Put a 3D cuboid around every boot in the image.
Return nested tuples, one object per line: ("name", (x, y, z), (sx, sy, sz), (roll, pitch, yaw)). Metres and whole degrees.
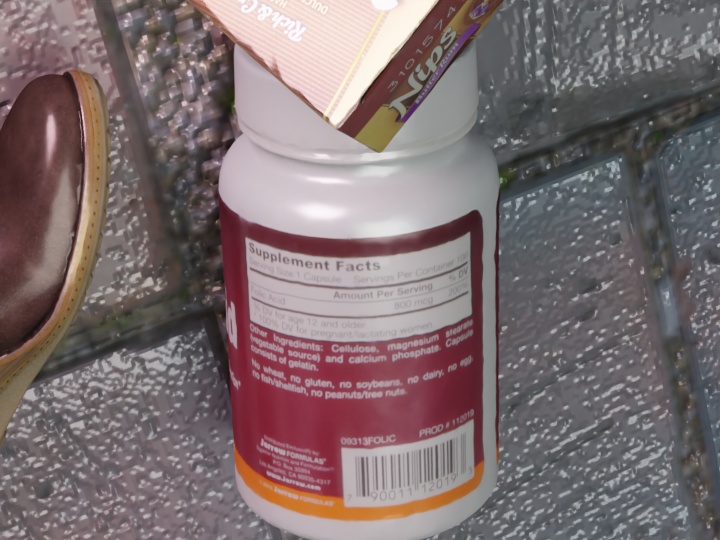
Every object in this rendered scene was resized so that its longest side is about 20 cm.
("boot", (-0.197, 0.000, 0.977), (0.166, 0.072, 0.201), (13, 112, -29))

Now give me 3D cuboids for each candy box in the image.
("candy box", (-0.035, -0.150, 0.907), (0.117, 0.200, 0.056), (-50, 161, 7))

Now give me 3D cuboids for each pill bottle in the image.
("pill bottle", (0.000, 0.000, 1.032), (0.114, 0.114, 0.201), (-10, 117, -17))
